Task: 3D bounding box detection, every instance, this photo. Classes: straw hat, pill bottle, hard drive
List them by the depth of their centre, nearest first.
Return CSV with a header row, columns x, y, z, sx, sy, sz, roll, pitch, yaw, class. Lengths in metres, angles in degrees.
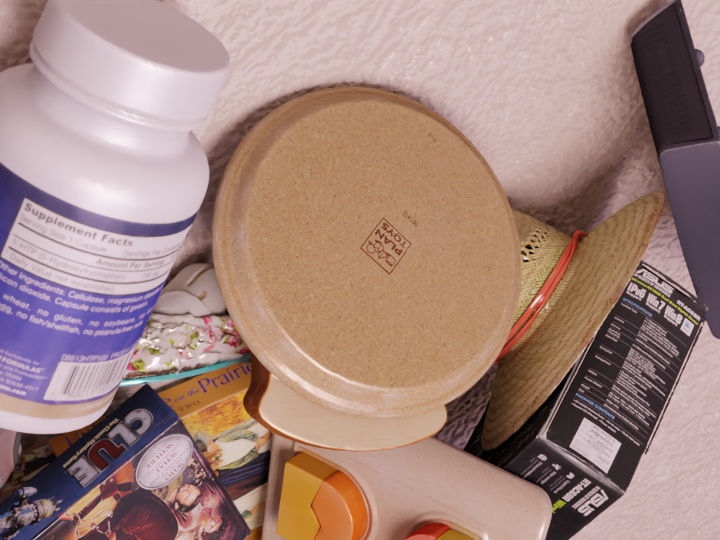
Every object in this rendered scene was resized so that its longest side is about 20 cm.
x,y,z,sx,sy,sz,roll,pitch,yaw,class
-0.142,-0.032,0.863,0.120,0.120,0.200,8,119,-38,pill bottle
0.092,0.007,1.067,0.085,0.201,0.201,35,105,-2,straw hat
0.207,-0.053,1.080,0.042,0.135,0.200,-15,139,12,hard drive

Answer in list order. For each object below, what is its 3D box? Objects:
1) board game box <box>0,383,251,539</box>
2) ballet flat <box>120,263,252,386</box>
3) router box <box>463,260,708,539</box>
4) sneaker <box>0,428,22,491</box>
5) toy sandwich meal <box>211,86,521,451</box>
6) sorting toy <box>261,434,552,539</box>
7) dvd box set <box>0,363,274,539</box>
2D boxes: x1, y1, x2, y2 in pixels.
x,y,z,sx,sy,sz,roll,pitch,yaw,class
-0.163,0.168,0.969,0.200,0.035,0.136,-40,144,-12,board game box
-0.071,0.025,1.009,0.200,0.076,0.064,-6,96,-36,ballet flat
0.117,0.102,1.080,0.150,0.062,0.200,-58,-177,-37,router box
-0.220,0.119,0.959,0.082,0.077,0.200,-19,154,-47,sneaker
0.000,0.000,0.978,0.205,0.205,0.070,-11,172,-27,toy sandwich meal
0.012,0.186,1.042,0.036,0.185,0.200,-22,129,-52,sorting toy
-0.118,0.135,1.080,0.200,0.029,0.146,-22,135,-18,dvd box set
